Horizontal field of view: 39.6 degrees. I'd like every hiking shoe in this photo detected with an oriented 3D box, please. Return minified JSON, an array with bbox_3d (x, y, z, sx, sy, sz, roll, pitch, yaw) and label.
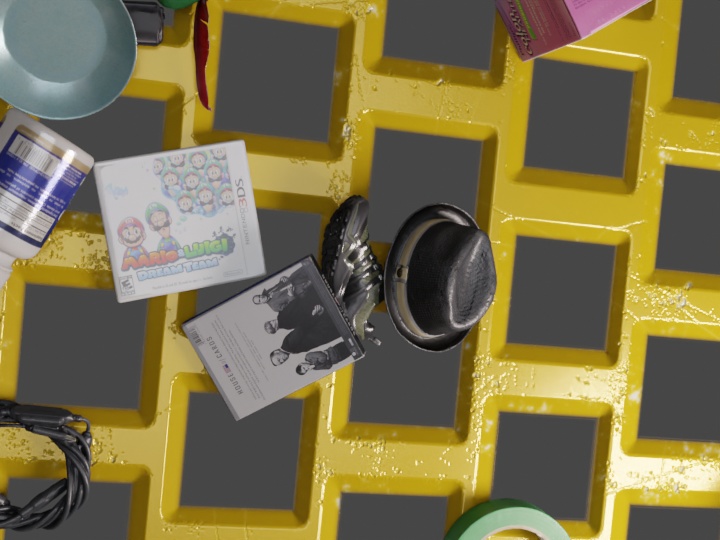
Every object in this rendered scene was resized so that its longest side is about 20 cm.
[{"bbox_3d":[0.000,0.000,1.346,0.100,0.076,0.202,6,101,-21],"label":"hiking shoe"}]

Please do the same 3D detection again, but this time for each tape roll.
[{"bbox_3d":[0.208,0.429,1.419,0.198,0.048,0.203,-1,93,-13],"label":"tape roll"}]

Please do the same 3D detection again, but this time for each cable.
[{"bbox_3d":[-0.444,0.250,1.272,0.198,0.051,0.165,6,97,-15],"label":"cable"}]

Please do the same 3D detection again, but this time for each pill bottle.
[{"bbox_3d":[-0.426,-0.083,1.217,0.119,0.120,0.201,33,86,-12],"label":"pill bottle"}]

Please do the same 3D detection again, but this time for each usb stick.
[{"bbox_3d":[-0.348,-0.316,1.266,0.198,0.033,0.056,0,101,-13],"label":"usb stick"}]

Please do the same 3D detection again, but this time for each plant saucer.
[{"bbox_3d":[-0.377,-0.286,1.233,0.199,0.039,0.203,-5,122,-8],"label":"plant saucer"}]

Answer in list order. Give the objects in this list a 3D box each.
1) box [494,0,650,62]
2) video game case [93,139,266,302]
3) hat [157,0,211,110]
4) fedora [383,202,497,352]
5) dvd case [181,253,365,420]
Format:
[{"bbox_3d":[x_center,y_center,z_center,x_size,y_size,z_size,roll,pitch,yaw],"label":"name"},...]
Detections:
[{"bbox_3d":[0.301,-0.371,1.319,0.175,0.200,0.097,-30,98,-9],"label":"box"},{"bbox_3d":[-0.235,-0.066,1.308,0.198,0.024,0.184,-10,95,-11],"label":"video game case"},{"bbox_3d":[-0.243,-0.355,1.283,0.164,0.201,0.177,12,134,-26],"label":"hat"},{"bbox_3d":[0.125,0.011,1.328,0.199,0.091,0.203,-2,93,-35],"label":"fedora"},{"bbox_3d":[-0.114,0.090,1.310,0.199,0.025,0.151,-27,98,11],"label":"dvd case"}]
